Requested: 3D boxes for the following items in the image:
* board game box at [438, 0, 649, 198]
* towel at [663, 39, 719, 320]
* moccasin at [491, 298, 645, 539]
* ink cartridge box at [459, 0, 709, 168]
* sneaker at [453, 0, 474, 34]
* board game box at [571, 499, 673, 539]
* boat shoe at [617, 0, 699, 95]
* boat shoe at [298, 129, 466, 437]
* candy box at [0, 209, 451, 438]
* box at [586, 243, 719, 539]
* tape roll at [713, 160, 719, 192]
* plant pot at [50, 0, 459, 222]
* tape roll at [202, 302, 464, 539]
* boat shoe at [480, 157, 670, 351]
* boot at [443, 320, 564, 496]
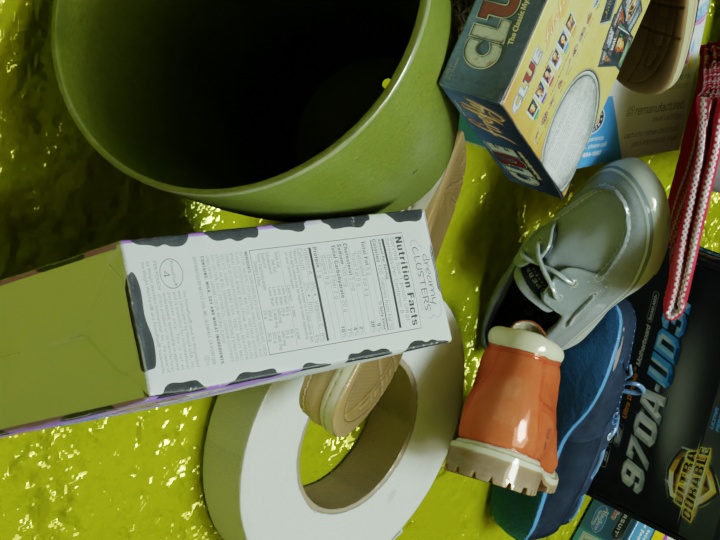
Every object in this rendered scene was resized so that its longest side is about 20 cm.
[{"bbox_3d":[0.110,-0.151,0.845,0.201,0.034,0.135,-66,156,-8],"label":"board game box"},{"bbox_3d":[0.216,-0.064,1.114,0.200,0.022,0.145,-56,155,-69],"label":"towel"},{"bbox_3d":[0.150,0.100,1.236,0.068,0.080,0.201,-2,125,-41],"label":"moccasin"},{"bbox_3d":[0.147,-0.174,1.073,0.144,0.084,0.201,-13,117,-45],"label":"ink cartridge box"},{"bbox_3d":[0.067,-0.228,0.963,0.075,0.070,0.201,-38,135,-31],"label":"sneaker"},{"bbox_3d":[0.253,0.220,1.432,0.200,0.047,0.151,38,79,-51],"label":"board game box"},{"bbox_3d":[0.178,-0.201,0.976,0.072,0.072,0.201,-20,116,-38],"label":"boat shoe"},{"bbox_3d":[0.000,0.000,0.980,0.074,0.069,0.201,82,27,-57],"label":"boat shoe"},{"bbox_3d":[-0.084,0.027,0.837,0.200,0.167,0.072,-8,85,-47],"label":"candy box"},{"bbox_3d":[0.229,0.083,1.241,0.046,0.159,0.201,-5,113,-49],"label":"box"},{"bbox_3d":[0.291,-0.148,1.195,0.200,0.066,0.201,12,90,-81],"label":"tape roll"},{"bbox_3d":[-0.023,-0.099,0.860,0.188,0.187,0.200,-63,155,-4],"label":"plant pot"},{"bbox_3d":[-0.012,0.096,1.067,0.202,0.037,0.204,-27,128,-40],"label":"tape roll"},{"bbox_3d":[0.133,0.004,1.110,0.071,0.070,0.201,-23,158,-29],"label":"boat shoe"},{"bbox_3d":[0.104,0.089,1.130,0.200,0.075,0.108,51,53,-82],"label":"boot"}]
